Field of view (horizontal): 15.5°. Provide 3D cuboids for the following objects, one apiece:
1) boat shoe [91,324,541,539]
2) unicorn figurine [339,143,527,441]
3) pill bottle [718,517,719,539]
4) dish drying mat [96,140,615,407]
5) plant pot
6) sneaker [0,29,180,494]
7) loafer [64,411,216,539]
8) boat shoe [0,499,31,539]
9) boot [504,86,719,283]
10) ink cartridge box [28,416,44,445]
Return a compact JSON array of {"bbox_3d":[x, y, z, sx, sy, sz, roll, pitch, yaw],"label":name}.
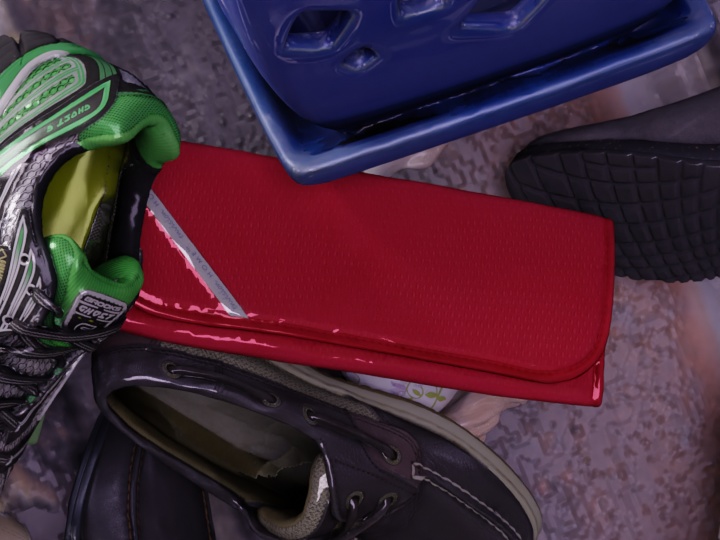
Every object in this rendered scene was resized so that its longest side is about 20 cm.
[{"bbox_3d":[-0.020,0.076,1.004,0.201,0.066,0.072,33,129,-19],"label":"boat shoe"},{"bbox_3d":[-0.006,-0.007,1.029,0.137,0.074,0.200,-42,94,-10],"label":"unicorn figurine"},{"bbox_3d":[0.201,0.099,1.039,0.119,0.120,0.201,5,91,-9],"label":"pill bottle"},{"bbox_3d":[0.000,0.000,0.981,0.199,0.018,0.077,9,73,-15],"label":"dish drying mat"},{"bbox_3d":[0.019,-0.155,0.954,0.200,0.180,0.200,-19,55,-9],"label":"plant pot"},{"bbox_3d":[-0.126,0.017,0.916,0.078,0.085,0.200,18,92,-46],"label":"sneaker"},{"bbox_3d":[-0.065,0.140,0.999,0.072,0.073,0.201,-16,69,31],"label":"loafer"},{"bbox_3d":[-0.162,0.118,1.011,0.068,0.075,0.200,-46,110,-29],"label":"boat shoe"},{"bbox_3d":[0.166,-0.065,1.052,0.070,0.200,0.132,65,36,-37],"label":"boot"},{"bbox_3d":[-0.195,-0.012,0.951,0.200,0.067,0.117,16,88,-46],"label":"ink cartridge box"}]
